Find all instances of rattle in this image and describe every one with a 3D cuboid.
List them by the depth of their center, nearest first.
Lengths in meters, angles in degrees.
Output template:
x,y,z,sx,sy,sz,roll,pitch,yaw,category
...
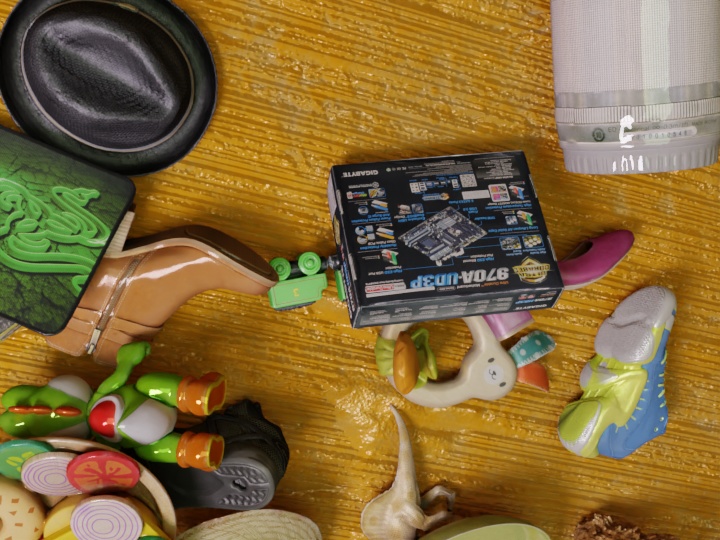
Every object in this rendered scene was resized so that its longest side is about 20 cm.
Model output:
x,y,z,sx,sy,sz,roll,pitch,yaw,category
0.122,0.089,0.981,0.200,0.143,0.130,22,76,-9,rattle

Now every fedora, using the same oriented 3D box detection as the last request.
x,y,z,sx,sy,sz,roll,pitch,yaw,category
-0.224,-0.172,0.879,0.200,0.092,0.201,-2,101,-11,fedora

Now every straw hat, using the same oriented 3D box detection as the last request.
x,y,z,sx,sy,sz,roll,pitch,yaw,category
-0.118,0.324,0.950,0.201,0.085,0.201,-13,135,-13,straw hat

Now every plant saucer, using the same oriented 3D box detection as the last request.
x,y,z,sx,sy,sz,roll,pitch,yaw,category
0.102,0.313,1.028,0.200,0.031,0.200,-13,135,-14,plant saucer

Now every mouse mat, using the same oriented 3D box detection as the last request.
x,y,z,sx,sy,sz,roll,pitch,yaw,category
-0.318,-0.047,0.868,0.200,0.008,0.161,23,70,0,mouse mat

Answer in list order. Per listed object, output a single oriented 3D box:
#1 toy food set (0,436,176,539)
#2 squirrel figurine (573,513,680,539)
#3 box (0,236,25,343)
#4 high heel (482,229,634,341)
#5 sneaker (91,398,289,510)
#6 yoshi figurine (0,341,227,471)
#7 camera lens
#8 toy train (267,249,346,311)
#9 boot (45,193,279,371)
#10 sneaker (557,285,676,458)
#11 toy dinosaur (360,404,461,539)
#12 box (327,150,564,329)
x,y,z,sx,sy,sz,roll,pitch,yaw,category
-0.257,0.220,0.860,0.198,0.049,0.200,-29,118,14,toy food set
0.271,0.361,1.030,0.141,0.187,0.200,20,95,-14,squirrel figurine
-0.372,0.060,0.861,0.200,0.050,0.075,-41,93,-17,box
0.188,-0.016,1.009,0.200,0.067,0.096,-31,90,-15,high heel
-0.161,0.178,0.973,0.199,0.114,0.076,-2,107,17,sneaker
-0.221,0.130,0.901,0.199,0.113,0.112,3,134,7,yoshi figurine
0.264,-0.200,0.943,0.160,0.160,0.200,-7,101,-11,camera lens
0.000,0.000,0.981,0.200,0.042,0.057,-10,90,-10,toy train
-0.190,0.028,0.935,0.200,0.074,0.155,20,103,-3,boot
0.294,0.115,1.059,0.105,0.076,0.200,25,101,-27,sneaker
0.052,0.249,1.032,0.101,0.058,0.200,12,97,-12,toy dinosaur
0.078,-0.033,0.946,0.200,0.046,0.159,-6,61,-10,box
